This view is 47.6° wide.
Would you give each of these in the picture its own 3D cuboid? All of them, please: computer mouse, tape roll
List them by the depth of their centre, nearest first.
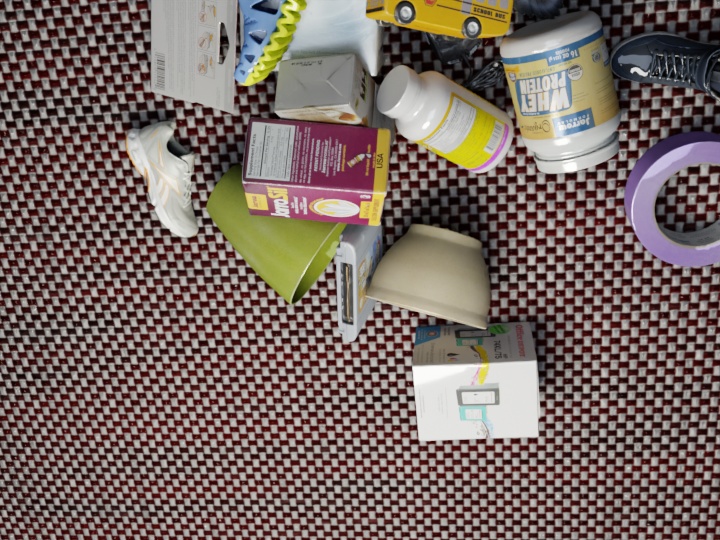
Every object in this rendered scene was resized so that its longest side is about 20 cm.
[{"bbox_3d":[0.113,-0.338,1.224,0.140,0.046,0.200,-34,117,14],"label":"computer mouse"},{"bbox_3d":[0.515,-0.109,1.260,0.200,0.066,0.200,3,114,6],"label":"tape roll"}]

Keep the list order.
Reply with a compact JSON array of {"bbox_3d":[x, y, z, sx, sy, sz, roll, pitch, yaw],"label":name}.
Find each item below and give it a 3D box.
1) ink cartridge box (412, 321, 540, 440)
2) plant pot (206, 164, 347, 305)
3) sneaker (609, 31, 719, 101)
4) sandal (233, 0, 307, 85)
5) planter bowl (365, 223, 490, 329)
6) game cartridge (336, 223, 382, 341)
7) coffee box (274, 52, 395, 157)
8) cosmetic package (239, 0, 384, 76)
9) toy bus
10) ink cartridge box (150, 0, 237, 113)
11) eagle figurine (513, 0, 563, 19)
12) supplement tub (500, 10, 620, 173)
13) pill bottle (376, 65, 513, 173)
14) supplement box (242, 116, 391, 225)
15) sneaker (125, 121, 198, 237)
[{"bbox_3d":[0.195,0.185,1.381,0.200,0.147,0.146,-4,112,8],"label":"ink cartridge box"},{"bbox_3d":[-0.138,-0.078,1.307,0.200,0.187,0.187,34,113,6],"label":"plant pot"},{"bbox_3d":[0.461,-0.286,1.149,0.202,0.146,0.077,4,115,7],"label":"sneaker"},{"bbox_3d":[-0.127,-0.347,1.103,0.087,0.079,0.200,28,106,-1],"label":"sandal"},{"bbox_3d":[0.121,0.004,1.304,0.200,0.200,0.135,16,87,0],"label":"planter bowl"},{"bbox_3d":[0.000,0.000,1.325,0.041,0.133,0.200,15,131,19],"label":"game cartridge"},{"bbox_3d":[-0.030,-0.231,1.189,0.114,0.200,0.080,0,77,20],"label":"coffee box"},{"bbox_3d":[-0.065,-0.394,1.179,0.199,0.123,0.200,4,112,5],"label":"cosmetic package"},{"bbox_3d":[0.110,-0.363,1.123,0.200,0.065,0.078,4,100,-27],"label":"toy bus"},{"bbox_3d":[-0.239,-0.351,1.221,0.176,0.045,0.200,20,118,28],"label":"ink cartridge box"},{"bbox_3d":[0.225,-0.461,1.124,0.200,0.151,0.152,24,156,-31],"label":"eagle figurine"},{"bbox_3d":[0.293,-0.256,1.180,0.144,0.145,0.200,-15,110,13],"label":"supplement tub"},{"bbox_3d":[0.122,-0.224,1.198,0.200,0.104,0.104,22,117,-33],"label":"pill bottle"},{"bbox_3d":[-0.061,-0.139,1.172,0.200,0.131,0.103,5,73,0],"label":"supplement box"},{"bbox_3d":[-0.303,-0.150,1.341,0.092,0.076,0.200,-20,111,10],"label":"sneaker"}]
